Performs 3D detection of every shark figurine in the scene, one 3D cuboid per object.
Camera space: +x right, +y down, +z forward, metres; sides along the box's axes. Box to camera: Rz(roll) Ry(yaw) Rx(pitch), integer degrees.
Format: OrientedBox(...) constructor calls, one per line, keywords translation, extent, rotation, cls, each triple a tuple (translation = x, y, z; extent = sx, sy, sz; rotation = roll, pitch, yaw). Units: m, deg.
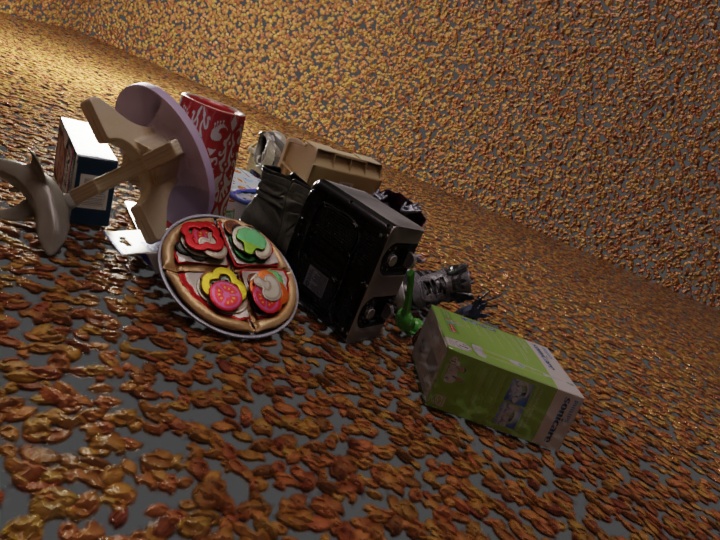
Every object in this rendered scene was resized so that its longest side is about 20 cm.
OrientedBox(translation=(-0.440, -0.124, 0.754), extent=(0.210, 0.091, 0.130), rotation=(29, 48, 1), cls="shark figurine")

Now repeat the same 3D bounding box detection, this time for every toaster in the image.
OrientedBox(translation=(-0.021, -0.019, 0.883), extent=(0.198, 0.186, 0.117), rotation=(34, 18, 34), cls="toaster")

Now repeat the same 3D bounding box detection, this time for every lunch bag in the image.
OrientedBox(translation=(-0.234, -0.147, 1.187), extent=(0.157, 0.077, 0.199), rotation=(30, 19, 18), cls="lunch bag")

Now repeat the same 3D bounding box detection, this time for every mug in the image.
OrientedBox(translation=(-0.284, -0.181, 0.975), extent=(0.172, 0.206, 0.134), rotation=(22, 17, 3), cls="mug")

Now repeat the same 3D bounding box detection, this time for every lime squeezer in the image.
OrientedBox(translation=(0.088, 0.072, 0.950), extent=(0.037, 0.072, 0.201), rotation=(16, -20, 31), cls="lime squeezer")

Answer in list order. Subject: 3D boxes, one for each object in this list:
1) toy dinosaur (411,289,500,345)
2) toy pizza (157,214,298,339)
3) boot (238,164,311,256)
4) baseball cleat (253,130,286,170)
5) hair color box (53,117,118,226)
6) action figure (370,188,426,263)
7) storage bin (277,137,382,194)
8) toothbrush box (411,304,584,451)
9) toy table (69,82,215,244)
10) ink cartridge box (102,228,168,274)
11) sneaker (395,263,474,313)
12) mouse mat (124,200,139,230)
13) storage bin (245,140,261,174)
OrientedBox(translation=(0.172, 0.080, 1.002), extent=(0.192, 0.109, 0.181), rotation=(8, -3, -4), cls="toy dinosaur")
OrientedBox(translation=(-0.163, -0.002, 0.768), extent=(0.196, 0.032, 0.204), rotation=(25, 38, -21), cls="toy pizza")
OrientedBox(translation=(-0.108, -0.084, 1.006), extent=(0.197, 0.133, 0.068), rotation=(28, 7, -39), cls="boot")
OrientedBox(translation=(-0.180, -0.201, 1.290), extent=(0.068, 0.206, 0.105), rotation=(-21, -2, 34), cls="baseball cleat")
OrientedBox(translation=(-0.426, -0.155, 0.911), extent=(0.059, 0.103, 0.200), rotation=(5, 23, -35), cls="hair color box")
OrientedBox(translation=(0.049, -0.054, 1.128), extent=(0.147, 0.202, 0.134), rotation=(-34, 70, -31), cls="action figure")
OrientedBox(translation=(-0.074, -0.141, 1.154), extent=(0.196, 0.204, 0.093), rotation=(3, 27, -48), cls="storage bin")
OrientedBox(translation=(0.178, 0.141, 0.807), extent=(0.194, 0.089, 0.146), rotation=(19, 16, -9), cls="toothbrush box")
OrientedBox(translation=(-0.284, -0.139, 0.788), extent=(0.203, 0.181, 0.118), rotation=(56, 26, -11), cls="toy table")
OrientedBox(translation=(-0.249, -0.032, 0.831), extent=(0.195, 0.038, 0.094), rotation=(-5, 24, -39), cls="ink cartridge box")
OrientedBox(translation=(0.135, 0.026, 1.044), extent=(0.111, 0.078, 0.198), rotation=(-12, -4, 27), cls="sneaker")
OrientedBox(translation=(-0.293, -0.064, 0.973), extent=(0.157, 0.008, 0.199), rotation=(10, 20, -36), cls="mouse mat")
OrientedBox(translation=(-0.178, -0.233, 1.455), extent=(0.194, 0.096, 0.199), rotation=(20, 17, -7), cls="storage bin")
